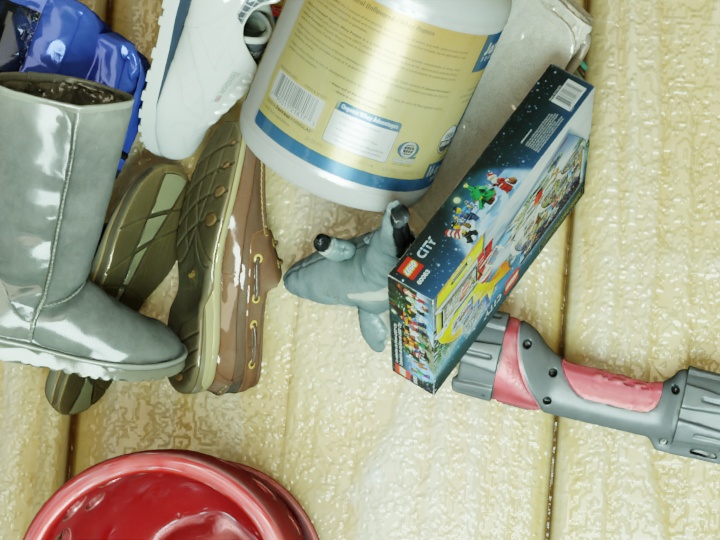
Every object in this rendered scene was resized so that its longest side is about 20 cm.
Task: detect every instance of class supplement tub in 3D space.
[{"bbox_3d":[0.015,-0.157,1.442,0.144,0.145,0.201,29,114,9],"label":"supplement tub"}]

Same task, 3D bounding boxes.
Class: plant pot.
[{"bbox_3d":[-0.125,0.224,1.482,0.199,0.182,0.201,0,86,7],"label":"plant pot"}]

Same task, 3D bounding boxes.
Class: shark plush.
[{"bbox_3d":[0.000,0.000,1.477,0.083,0.200,0.091,19,84,-7],"label":"shark plush"}]

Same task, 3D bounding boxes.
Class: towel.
[{"bbox_3d":[0.070,-0.142,1.520,0.133,0.034,0.200,47,118,14],"label":"towel"}]

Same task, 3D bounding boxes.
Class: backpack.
[{"bbox_3d":[-0.252,-0.104,1.533,0.167,0.163,0.201,27,89,5],"label":"backpack"}]

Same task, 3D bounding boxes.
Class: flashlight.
[{"bbox_3d":[0.167,0.077,1.512,0.199,0.068,0.068,11,57,7],"label":"flashlight"}]

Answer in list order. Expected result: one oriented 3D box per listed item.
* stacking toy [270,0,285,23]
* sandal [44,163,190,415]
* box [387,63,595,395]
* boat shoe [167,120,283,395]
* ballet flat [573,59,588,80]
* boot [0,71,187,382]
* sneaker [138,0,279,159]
[{"bbox_3d":[-0.050,-0.243,1.493,0.109,0.200,0.116,26,86,9],"label":"stacking toy"},{"bbox_3d":[-0.190,0.009,1.568,0.054,0.080,0.201,28,95,30],"label":"sandal"},{"bbox_3d":[0.090,-0.027,1.455,0.038,0.137,0.200,30,65,18],"label":"box"},{"bbox_3d":[-0.094,-0.007,1.557,0.067,0.072,0.201,8,90,-30],"label":"boat shoe"},{"bbox_3d":[0.091,-0.206,1.541,0.064,0.067,0.201,-32,82,12],"label":"ballet flat"},{"bbox_3d":[-0.186,-0.029,1.468,0.181,0.073,0.201,8,104,-24],"label":"boot"},{"bbox_3d":[-0.105,-0.145,1.513,0.080,0.200,0.077,19,50,1],"label":"sneaker"}]
